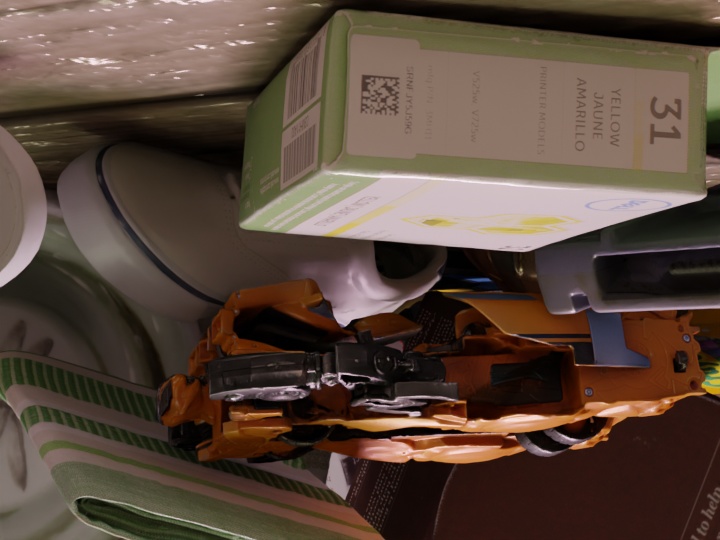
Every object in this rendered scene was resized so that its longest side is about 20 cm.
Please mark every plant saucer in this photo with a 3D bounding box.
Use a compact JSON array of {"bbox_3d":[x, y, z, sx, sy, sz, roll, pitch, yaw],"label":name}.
[{"bbox_3d":[-0.169,0.061,0.731,0.200,0.201,0.050,4,172,-31],"label":"plant saucer"}]

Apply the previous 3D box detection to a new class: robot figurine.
[{"bbox_3d":[0.020,0.042,0.606,0.200,0.058,0.145,1,162,-16],"label":"robot figurine"}]

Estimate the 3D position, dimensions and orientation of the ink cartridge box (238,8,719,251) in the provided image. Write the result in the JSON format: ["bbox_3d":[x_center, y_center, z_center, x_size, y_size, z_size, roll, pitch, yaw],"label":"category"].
[{"bbox_3d":[0.072,-0.034,0.468,0.200,0.048,0.146,4,175,-13],"label":"ink cartridge box"}]

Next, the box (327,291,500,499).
[{"bbox_3d":[-0.019,0.087,1.075,0.200,0.131,0.199,-3,-164,43],"label":"box"}]

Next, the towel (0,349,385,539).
[{"bbox_3d":[-0.073,0.082,0.645,0.152,0.023,0.200,21,-176,-26],"label":"towel"}]

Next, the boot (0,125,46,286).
[{"bbox_3d":[-0.175,-0.029,0.521,0.200,0.074,0.096,8,-176,19],"label":"boot"}]

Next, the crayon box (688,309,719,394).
[{"bbox_3d":[0.224,0.023,0.831,0.200,0.052,0.126,-6,157,32],"label":"crayon box"}]

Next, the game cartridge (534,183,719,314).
[{"bbox_3d":[0.172,-0.018,0.521,0.130,0.038,0.200,-24,-168,-39],"label":"game cartridge"}]

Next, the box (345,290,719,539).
[{"bbox_3d":[0.097,0.119,0.805,0.164,0.166,0.200,22,-179,-10],"label":"box"}]

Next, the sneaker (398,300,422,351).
[{"bbox_3d":[0.108,0.065,0.958,0.200,0.096,0.079,36,-160,-27],"label":"sneaker"}]

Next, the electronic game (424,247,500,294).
[{"bbox_3d":[0.000,0.000,0.929,0.199,0.042,0.200,2,176,0],"label":"electronic game"}]

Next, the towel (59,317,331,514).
[{"bbox_3d":[-0.083,0.077,0.844,0.149,0.031,0.200,9,-144,4],"label":"towel"}]

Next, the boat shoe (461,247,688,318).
[{"bbox_3d":[0.105,-0.005,0.712,0.067,0.072,0.200,4,171,27],"label":"boat shoe"}]

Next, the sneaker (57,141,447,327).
[{"bbox_3d":[-0.036,-0.020,0.628,0.071,0.073,0.200,-33,157,24],"label":"sneaker"}]
